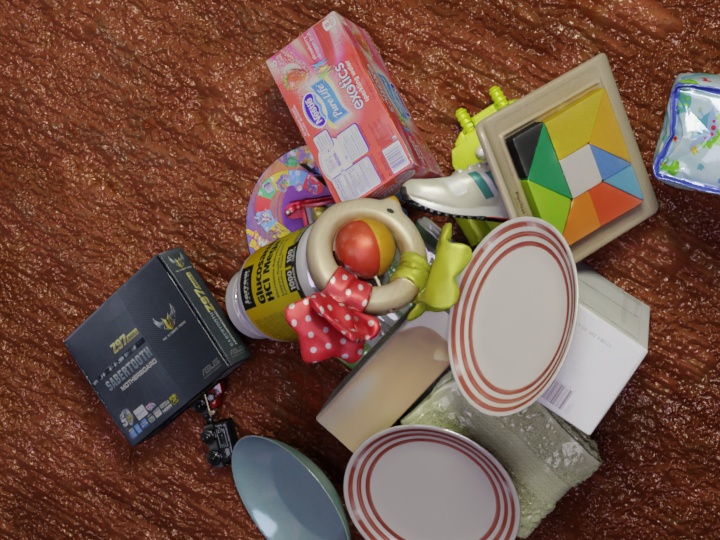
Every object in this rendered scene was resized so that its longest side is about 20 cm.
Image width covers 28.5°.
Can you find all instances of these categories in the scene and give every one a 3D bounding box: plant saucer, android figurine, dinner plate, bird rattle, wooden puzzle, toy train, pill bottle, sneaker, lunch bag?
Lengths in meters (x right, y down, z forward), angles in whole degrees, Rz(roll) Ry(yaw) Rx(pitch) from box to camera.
[{"bbox_3d":[-0.072,0.271,1.673,0.200,0.039,0.203,31,139,31],"label":"plant saucer"},{"bbox_3d":[0.180,-0.106,1.575,0.181,0.041,0.201,-29,95,17],"label":"android figurine"},{"bbox_3d":[0.079,0.250,1.557,0.198,0.024,0.202,7,119,13],"label":"dinner plate"},{"bbox_3d":[0.007,0.005,1.453,0.198,0.113,0.164,-19,66,-15],"label":"bird rattle"},{"bbox_3d":[0.225,-0.107,1.486,0.037,0.199,0.187,2,120,58],"label":"wooden puzzle"},{"bbox_3d":[-0.184,0.140,1.713,0.045,0.034,0.202,-13,97,13],"label":"toy train"},{"bbox_3d":[-0.067,0.016,1.566,0.199,0.112,0.113,-22,96,53],"label":"pill bottle"},{"bbox_3d":[0.139,-0.099,1.513,0.197,0.070,0.095,6,92,-13],"label":"sneaker"},{"bbox_3d":[0.407,-0.133,1.447,0.198,0.170,0.129,16,105,11],"label":"lunch bag"},{"bbox_3d":[0.155,0.047,1.416,0.024,0.200,0.202,13,108,-31],"label":"dinner plate"}]

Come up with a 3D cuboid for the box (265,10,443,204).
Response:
[{"bbox_3d":[-0.007,-0.165,1.550,0.102,0.094,0.201,-33,72,18],"label":"box"}]

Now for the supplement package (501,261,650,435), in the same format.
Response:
[{"bbox_3d":[0.234,0.075,1.512,0.113,0.200,0.110,34,106,5],"label":"supplement package"}]

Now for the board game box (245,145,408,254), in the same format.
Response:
[{"bbox_3d":[-0.045,-0.042,1.640,0.199,0.039,0.159,37,107,5],"label":"board game box"}]

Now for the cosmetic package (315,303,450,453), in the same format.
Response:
[{"bbox_3d":[0.046,0.106,1.586,0.071,0.105,0.200,41,111,-1],"label":"cosmetic package"}]

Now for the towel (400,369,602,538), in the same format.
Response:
[{"bbox_3d":[0.155,0.191,1.567,0.200,0.037,0.148,43,100,-9],"label":"towel"}]

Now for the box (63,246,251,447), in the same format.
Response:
[{"bbox_3d":[-0.243,0.092,1.678,0.200,0.051,0.158,-38,82,30],"label":"box"}]

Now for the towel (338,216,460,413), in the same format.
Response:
[{"bbox_3d":[0.069,0.056,1.637,0.149,0.031,0.201,39,109,1],"label":"towel"}]
